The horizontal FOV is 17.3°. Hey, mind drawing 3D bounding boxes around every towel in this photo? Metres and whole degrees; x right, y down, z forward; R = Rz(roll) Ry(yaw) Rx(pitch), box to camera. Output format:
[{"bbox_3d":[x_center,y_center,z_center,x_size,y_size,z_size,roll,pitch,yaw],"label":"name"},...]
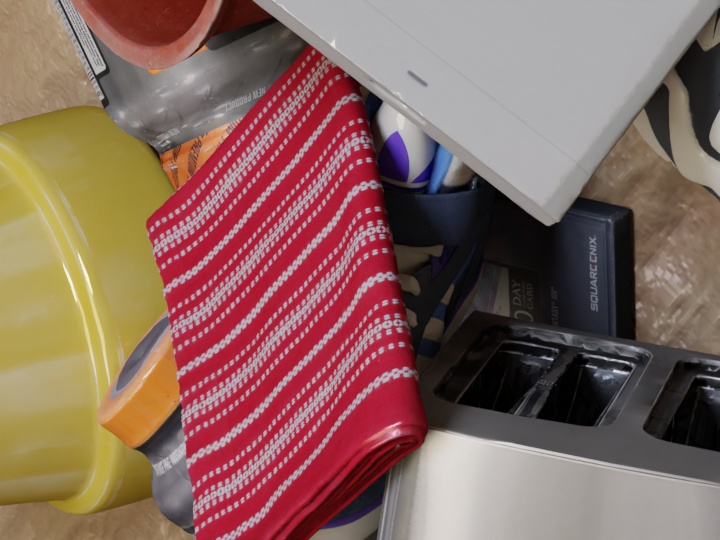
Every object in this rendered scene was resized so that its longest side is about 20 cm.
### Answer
[{"bbox_3d":[-0.034,0.018,0.939,0.145,0.022,0.200,-44,43,38],"label":"towel"}]

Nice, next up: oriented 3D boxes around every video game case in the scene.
[{"bbox_3d":[0.039,0.020,1.103,0.200,0.019,0.143,15,120,36],"label":"video game case"}]

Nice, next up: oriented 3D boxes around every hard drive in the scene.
[{"bbox_3d":[0.072,-0.134,0.789,0.132,0.200,0.026,37,174,-1],"label":"hard drive"}]

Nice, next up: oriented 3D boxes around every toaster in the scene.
[{"bbox_3d":[0.102,0.102,0.932,0.181,0.200,0.119,9,108,15],"label":"toaster"}]

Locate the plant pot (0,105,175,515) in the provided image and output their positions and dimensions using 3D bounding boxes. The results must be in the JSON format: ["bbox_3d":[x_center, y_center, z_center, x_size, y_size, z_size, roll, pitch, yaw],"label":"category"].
[{"bbox_3d":[-0.193,0.036,1.164,0.201,0.189,0.201,38,136,47],"label":"plant pot"}]

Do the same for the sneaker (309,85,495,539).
[{"bbox_3d":[0.000,0.000,0.964,0.081,0.200,0.147,15,139,16],"label":"sneaker"}]

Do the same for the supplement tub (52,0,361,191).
[{"bbox_3d":[-0.082,-0.144,1.055,0.123,0.123,0.200,-22,96,46],"label":"supplement tub"}]

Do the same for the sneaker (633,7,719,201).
[{"bbox_3d":[0.187,-0.025,0.815,0.199,0.079,0.130,52,163,-10],"label":"sneaker"}]

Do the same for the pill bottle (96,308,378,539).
[{"bbox_3d":[-0.022,0.096,1.083,0.200,0.106,0.106,37,136,-11],"label":"pill bottle"}]

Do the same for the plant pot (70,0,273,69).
[{"bbox_3d":[-0.008,-0.192,0.887,0.201,0.195,0.201,37,134,51],"label":"plant pot"}]
